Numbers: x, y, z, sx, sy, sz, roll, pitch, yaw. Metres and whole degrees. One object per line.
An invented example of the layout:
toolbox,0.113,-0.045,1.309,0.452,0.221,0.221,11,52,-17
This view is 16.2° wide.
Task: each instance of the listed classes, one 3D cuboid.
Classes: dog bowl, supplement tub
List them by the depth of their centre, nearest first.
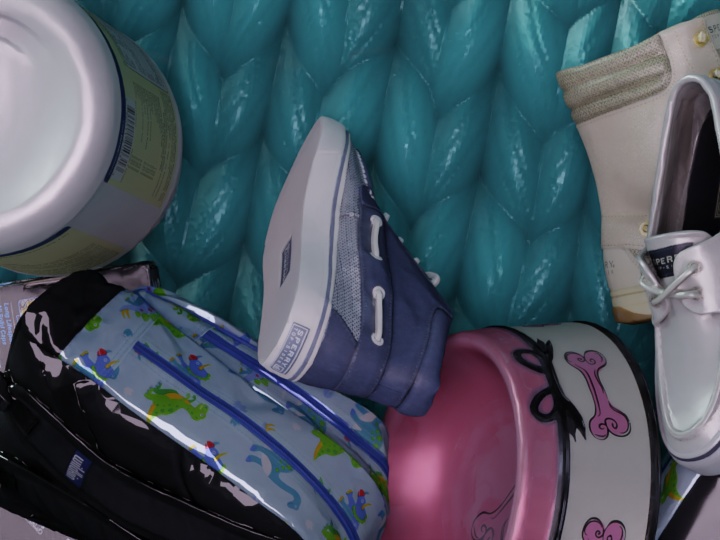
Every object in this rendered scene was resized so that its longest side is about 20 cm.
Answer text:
dog bowl,0.070,0.119,1.311,0.073,0.200,0.201,13,95,-26
supplement tub,-0.175,-0.072,1.336,0.144,0.200,0.146,-1,85,9

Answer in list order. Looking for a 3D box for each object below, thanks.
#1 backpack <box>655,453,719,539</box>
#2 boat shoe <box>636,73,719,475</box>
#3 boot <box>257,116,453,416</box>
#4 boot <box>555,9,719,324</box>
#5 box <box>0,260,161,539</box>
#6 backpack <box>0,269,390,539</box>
backpack,0.228,0.115,1.318,0.162,0.154,0.201,24,114,-2
boat shoe,0.170,-0.001,1.261,0.072,0.066,0.201,-4,70,48
boot,0.000,0.000,1.344,0.090,0.201,0.073,22,127,-13
boot,0.215,-0.066,1.351,0.199,0.072,0.156,-15,88,9
box,-0.197,0.107,1.421,0.197,0.050,0.201,-9,92,1
backpack,-0.082,0.103,1.316,0.200,0.154,0.164,39,137,20
